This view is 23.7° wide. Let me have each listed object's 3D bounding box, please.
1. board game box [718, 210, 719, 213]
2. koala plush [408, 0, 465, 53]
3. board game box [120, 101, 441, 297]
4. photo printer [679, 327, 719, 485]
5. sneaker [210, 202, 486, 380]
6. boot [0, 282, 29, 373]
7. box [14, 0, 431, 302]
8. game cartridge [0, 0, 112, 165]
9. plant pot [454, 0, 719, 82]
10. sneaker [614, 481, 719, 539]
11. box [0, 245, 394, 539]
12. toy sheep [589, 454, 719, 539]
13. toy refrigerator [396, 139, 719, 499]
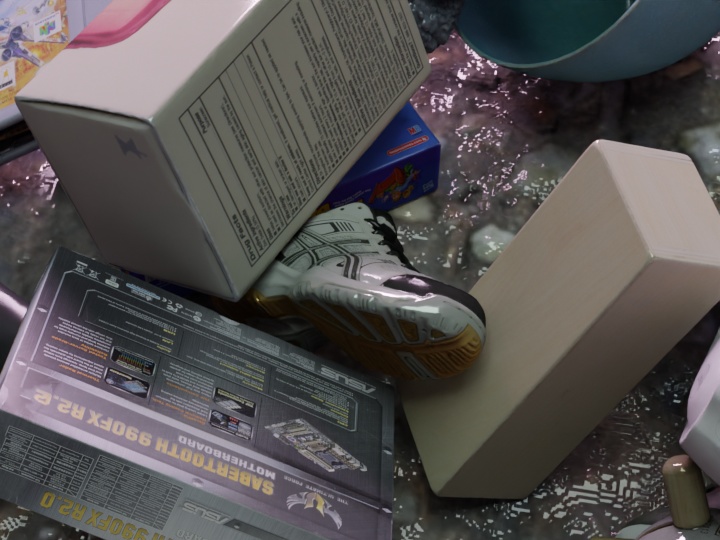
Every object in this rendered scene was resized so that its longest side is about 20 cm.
[{"bbox_3d":[0.235,-0.017,0.959,0.199,0.134,0.034,-7,94,-5],"label":"board game box"},{"bbox_3d":[0.018,-0.253,0.993,0.177,0.199,0.185,-19,60,40],"label":"koala plush"},{"bbox_3d":[-0.070,-0.073,1.046,0.199,0.045,0.135,-23,57,-16],"label":"board game box"},{"bbox_3d":[0.234,0.077,0.788,0.166,0.070,0.200,32,23,8],"label":"photo printer"},{"bbox_3d":[0.000,0.000,0.922,0.199,0.076,0.088,10,57,49],"label":"sneaker"},{"bbox_3d":[-0.222,-0.003,0.948,0.200,0.066,0.165,38,99,25],"label":"boot"},{"bbox_3d":[-0.069,-0.103,0.945,0.109,0.128,0.200,14,51,37],"label":"box"},{"bbox_3d":[-0.211,-0.130,1.046,0.199,0.042,0.134,-22,57,14],"label":"game cartridge"},{"bbox_3d":[0.167,-0.203,1.071,0.134,0.200,0.201,17,42,-40],"label":"plant pot"},{"bbox_3d":[0.216,0.125,0.896,0.199,0.077,0.082,-4,44,-17],"label":"sneaker"},{"bbox_3d":[-0.080,0.079,0.847,0.199,0.048,0.159,23,27,-11],"label":"box"},{"bbox_3d":[0.160,0.178,0.788,0.137,0.201,0.138,-15,20,6],"label":"toy sheep"},{"bbox_3d":[0.103,0.031,0.875,0.070,0.200,0.076,6,47,-32],"label":"toy refrigerator"}]
